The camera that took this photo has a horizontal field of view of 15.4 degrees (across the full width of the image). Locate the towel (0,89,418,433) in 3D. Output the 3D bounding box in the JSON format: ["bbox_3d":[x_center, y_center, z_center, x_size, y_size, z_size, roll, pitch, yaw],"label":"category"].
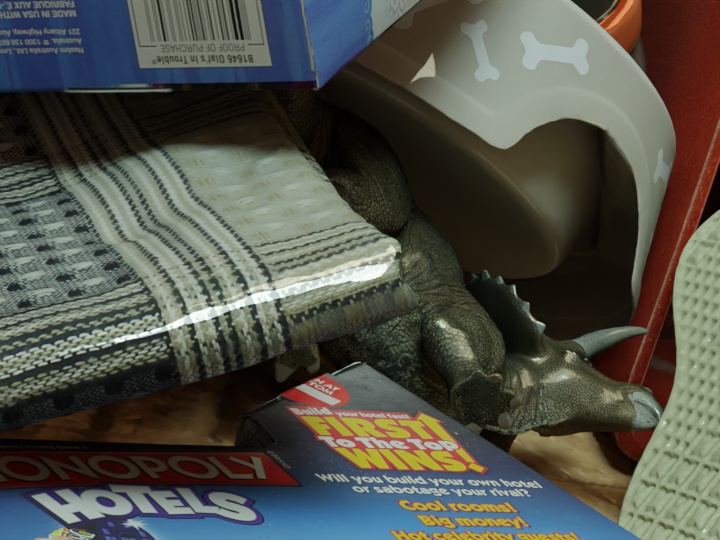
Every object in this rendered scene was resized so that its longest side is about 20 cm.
[{"bbox_3d":[-0.101,-0.009,0.602,0.192,0.035,0.200,-16,22,-10],"label":"towel"}]

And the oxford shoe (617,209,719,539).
[{"bbox_3d":[0.118,0.051,0.752,0.058,0.075,0.200,51,32,-24],"label":"oxford shoe"}]

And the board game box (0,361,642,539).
[{"bbox_3d":[-0.001,0.086,0.571,0.200,0.062,0.200,5,20,-33],"label":"board game box"}]

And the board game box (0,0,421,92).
[{"bbox_3d":[-0.067,-0.096,0.693,0.199,0.044,0.199,1,24,23],"label":"board game box"}]

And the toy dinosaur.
[{"bbox_3d":[0.000,0.000,0.759,0.200,0.077,0.102,46,17,-13],"label":"toy dinosaur"}]

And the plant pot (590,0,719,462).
[{"bbox_3d":[0.174,-0.029,0.934,0.199,0.200,0.176,16,7,-19],"label":"plant pot"}]

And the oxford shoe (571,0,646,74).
[{"bbox_3d":[0.011,-0.091,0.925,0.200,0.073,0.071,27,61,33],"label":"oxford shoe"}]

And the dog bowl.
[{"bbox_3d":[0.010,-0.053,0.839,0.200,0.059,0.200,28,-15,8],"label":"dog bowl"}]
